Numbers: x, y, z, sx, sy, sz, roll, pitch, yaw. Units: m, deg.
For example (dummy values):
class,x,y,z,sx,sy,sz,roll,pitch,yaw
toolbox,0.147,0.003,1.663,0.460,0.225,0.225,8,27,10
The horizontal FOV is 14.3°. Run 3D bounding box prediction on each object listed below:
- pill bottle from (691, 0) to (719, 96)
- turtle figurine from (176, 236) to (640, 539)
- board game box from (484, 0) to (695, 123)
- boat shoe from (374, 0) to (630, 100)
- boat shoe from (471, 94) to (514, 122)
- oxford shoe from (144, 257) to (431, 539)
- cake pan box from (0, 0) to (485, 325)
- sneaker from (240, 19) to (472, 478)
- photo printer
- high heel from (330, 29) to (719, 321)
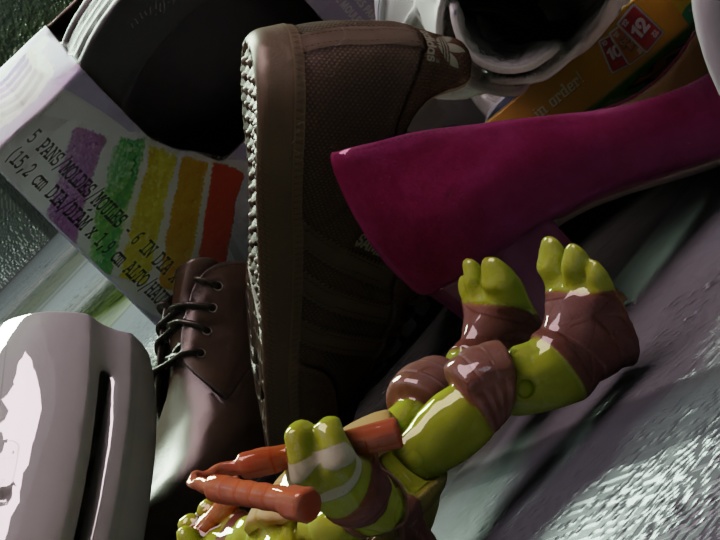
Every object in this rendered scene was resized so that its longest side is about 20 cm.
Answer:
class,x,y,z,sx,sy,sz,roll,pitch,yaw
pill bottle,0.148,-0.096,0.698,0.119,0.120,0.200,-39,9,23
turtle figurine,0.005,0.057,0.801,0.161,0.064,0.200,-39,-3,-22
board game box,0.079,-0.055,1.041,0.200,0.030,0.095,-37,-11,23
boat shoe,0.046,-0.093,0.955,0.200,0.073,0.066,124,165,-65
boat shoe,0.115,-0.134,1.094,0.202,0.086,0.075,-39,-14,17
oxford shoe,-0.056,0.044,1.083,0.073,0.084,0.200,-26,22,50
cake pan box,-0.035,-0.061,1.137,0.184,0.200,0.052,-43,38,-1
sneaker,0.000,0.000,0.971,0.201,0.075,0.071,91,172,-48
photo printer,-0.141,0.112,1.017,0.200,0.069,0.167,-34,39,49
high heel,0.080,-0.062,0.923,0.200,0.096,0.067,-46,9,-17
